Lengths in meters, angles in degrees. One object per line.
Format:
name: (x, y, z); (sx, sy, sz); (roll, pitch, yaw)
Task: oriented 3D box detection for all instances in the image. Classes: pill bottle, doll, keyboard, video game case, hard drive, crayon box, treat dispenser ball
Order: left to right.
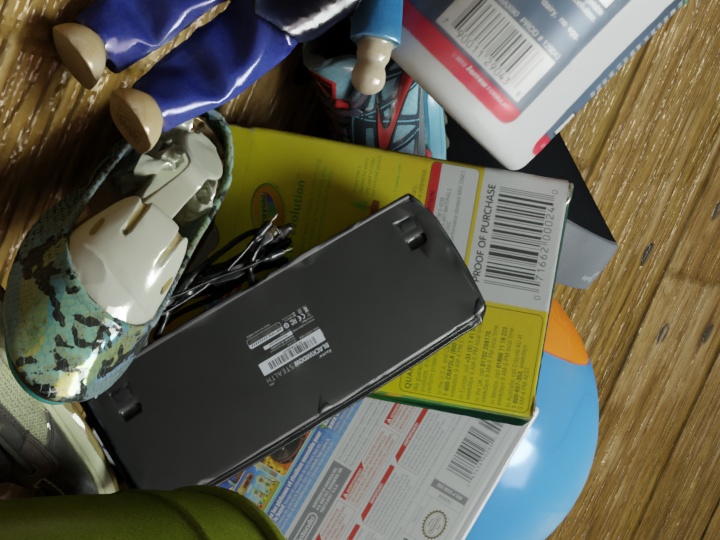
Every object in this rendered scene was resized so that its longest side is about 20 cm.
keyboard: (-0.044, 0.028, 0.886); (0.200, 0.104, 0.040); (-30, -174, -14)
doll: (-0.037, -0.133, 0.828); (0.200, 0.137, 0.048); (-39, 172, -15)
video game case: (-0.026, 0.084, 0.960); (0.143, 0.200, 0.018); (-59, 175, -3)
crayon box: (0.000, 0.000, 0.933); (0.051, 0.199, 0.127); (94, 7, -81)
treat dispenser ball: (0.041, 0.084, 1.067); (0.201, 0.201, 0.201); (-40, 145, -36)
hard drive: (0.095, -0.062, 1.107); (0.042, 0.135, 0.200); (-31, 159, 18)
pill bottle: (0.103, -0.159, 0.884); (0.200, 0.120, 0.120); (-45, 153, 6)

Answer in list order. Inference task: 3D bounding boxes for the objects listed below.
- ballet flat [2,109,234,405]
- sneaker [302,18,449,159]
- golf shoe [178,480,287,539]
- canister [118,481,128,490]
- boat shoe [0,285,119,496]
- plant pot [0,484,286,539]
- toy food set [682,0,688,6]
ballet flat: (-0.102, -0.019, 0.810); (0.200, 0.074, 0.074); (-75, 173, -55)
sneaker: (-0.002, -0.101, 0.986); (0.095, 0.079, 0.200); (-4, 111, -45)
golf shoe: (-0.074, 0.186, 0.927); (0.092, 0.072, 0.200); (-49, 146, -31)
canister: (-0.153, 0.199, 0.966); (0.200, 0.086, 0.149); (-28, 136, -49)
boat shoe: (-0.173, 0.063, 0.836); (0.066, 0.072, 0.201); (-38, 143, -16)
plant pot: (-0.151, 0.176, 0.738); (0.193, 0.200, 0.201); (15, 102, -39)
toy food set: (0.138, -0.241, 1.004); (0.200, 0.049, 0.198); (55, 49, -20)
